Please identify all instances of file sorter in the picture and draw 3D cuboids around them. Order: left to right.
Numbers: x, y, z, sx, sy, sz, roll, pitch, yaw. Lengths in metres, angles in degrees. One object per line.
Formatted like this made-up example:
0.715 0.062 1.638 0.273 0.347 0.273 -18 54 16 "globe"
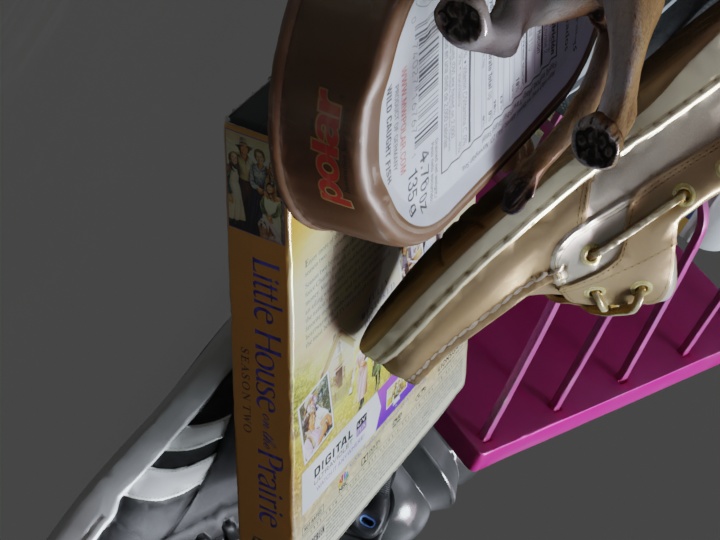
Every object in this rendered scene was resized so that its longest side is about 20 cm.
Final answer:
0.101 -0.026 0.890 0.199 0.139 0.126 -18 146 -39 "file sorter"

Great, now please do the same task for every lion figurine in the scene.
0.067 -0.128 0.566 0.123 0.072 0.201 -55 155 -51 "lion figurine"

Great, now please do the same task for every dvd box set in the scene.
0.000 0.000 0.722 0.146 0.029 0.201 -47 147 -45 "dvd box set"

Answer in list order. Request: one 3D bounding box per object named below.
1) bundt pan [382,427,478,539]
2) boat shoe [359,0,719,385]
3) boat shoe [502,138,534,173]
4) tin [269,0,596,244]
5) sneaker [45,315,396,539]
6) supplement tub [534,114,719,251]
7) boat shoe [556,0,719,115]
0.003 0.103 1.060 0.202 0.076 0.202 -41 -172 7 "bundt pan"
0.090 -0.018 0.685 0.200 0.069 0.074 -40 -174 2 "boat shoe"
0.023 -0.003 0.985 0.200 0.071 0.065 -52 173 -10 "boat shoe"
0.035 -0.085 0.640 0.200 0.042 0.113 -46 148 -47 "tin"
-0.051 0.102 0.800 0.200 0.112 0.073 -51 180 -26 "sneaker"
0.184 -0.102 1.064 0.145 0.199 0.144 -53 172 -11 "supplement tub"
0.141 -0.123 0.733 0.200 0.056 0.069 -38 -154 35 "boat shoe"
